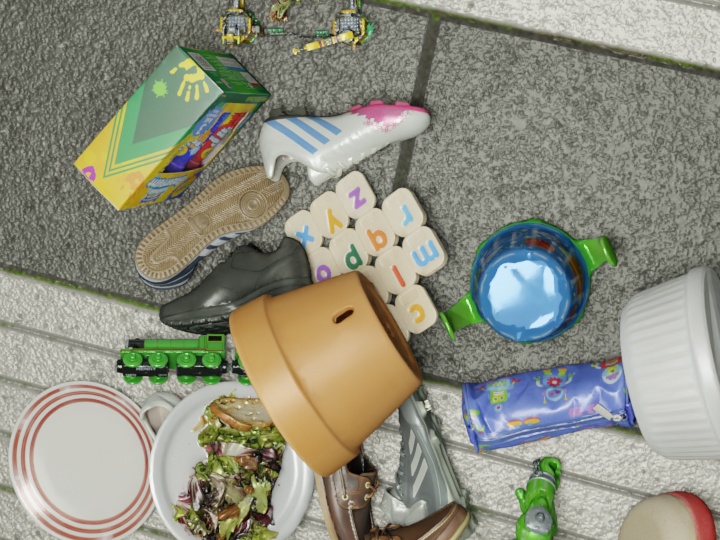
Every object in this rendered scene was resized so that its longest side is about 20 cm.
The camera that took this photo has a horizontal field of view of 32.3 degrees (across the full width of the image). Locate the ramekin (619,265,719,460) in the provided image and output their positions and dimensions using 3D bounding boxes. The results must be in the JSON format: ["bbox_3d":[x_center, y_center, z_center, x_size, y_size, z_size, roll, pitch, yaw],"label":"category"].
[{"bbox_3d":[0.334,0.102,1.278,0.093,0.202,0.205,-13,94,23],"label":"ramekin"}]

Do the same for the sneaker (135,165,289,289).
[{"bbox_3d":[-0.174,-0.047,1.426,0.199,0.109,0.070,-34,87,-18],"label":"sneaker"}]

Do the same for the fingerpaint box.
[{"bbox_3d":[-0.196,-0.153,1.343,0.073,0.200,0.167,45,101,2],"label":"fingerpaint box"}]

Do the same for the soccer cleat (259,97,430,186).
[{"bbox_3d":[-0.017,-0.137,1.375,0.198,0.070,0.087,-3,80,19],"label":"soccer cleat"}]

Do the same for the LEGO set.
[{"bbox_3d":[-0.079,-0.310,1.345,0.198,0.116,0.156,11,98,10],"label":"LEGO set"}]

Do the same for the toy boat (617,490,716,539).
[{"bbox_3d":[0.361,0.338,1.347,0.129,0.130,0.202,-7,97,-19],"label":"toy boat"}]

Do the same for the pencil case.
[{"bbox_3d":[0.208,0.148,1.359,0.198,0.087,0.079,-11,116,13],"label":"pencil case"}]

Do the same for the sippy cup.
[{"bbox_3d":[0.178,0.019,1.327,0.139,0.130,0.179,30,101,7],"label":"sippy cup"}]

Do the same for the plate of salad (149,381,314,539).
[{"bbox_3d":[-0.139,0.226,1.405,0.198,0.048,0.202,5,78,-25],"label":"plate of salad"}]

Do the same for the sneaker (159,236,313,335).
[{"bbox_3d":[-0.141,0.019,1.425,0.198,0.076,0.092,-15,73,17],"label":"sneaker"}]

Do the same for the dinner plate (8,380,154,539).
[{"bbox_3d":[-0.329,0.231,1.503,0.198,0.024,0.203,1,97,10],"label":"dinner plate"}]

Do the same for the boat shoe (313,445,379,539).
[{"bbox_3d":[-0.015,0.237,1.418,0.070,0.070,0.202,-17,93,16],"label":"boat shoe"}]

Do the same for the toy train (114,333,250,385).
[{"bbox_3d":[-0.179,0.099,1.419,0.198,0.057,0.042,1,134,-7],"label":"toy train"}]

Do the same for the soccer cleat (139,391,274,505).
[{"bbox_3d":[-0.182,0.223,1.445,0.200,0.078,0.069,44,102,3],"label":"soccer cleat"}]

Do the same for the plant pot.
[{"bbox_3d":[-0.026,0.094,1.302,0.139,0.200,0.201,-30,90,7],"label":"plant pot"}]

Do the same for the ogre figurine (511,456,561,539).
[{"bbox_3d":[0.181,0.314,1.365,0.098,0.120,0.201,34,101,5],"label":"ogre figurine"}]

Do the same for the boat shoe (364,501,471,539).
[{"bbox_3d":[0.031,0.314,1.365,0.199,0.072,0.068,-38,91,10],"label":"boat shoe"}]

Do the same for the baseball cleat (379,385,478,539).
[{"bbox_3d":[0.057,0.222,1.404,0.106,0.070,0.202,-22,91,12],"label":"baseball cleat"}]

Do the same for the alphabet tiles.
[{"bbox_3d":[0.000,0.000,1.392,0.199,0.015,0.197,-35,74,23],"label":"alphabet tiles"}]
